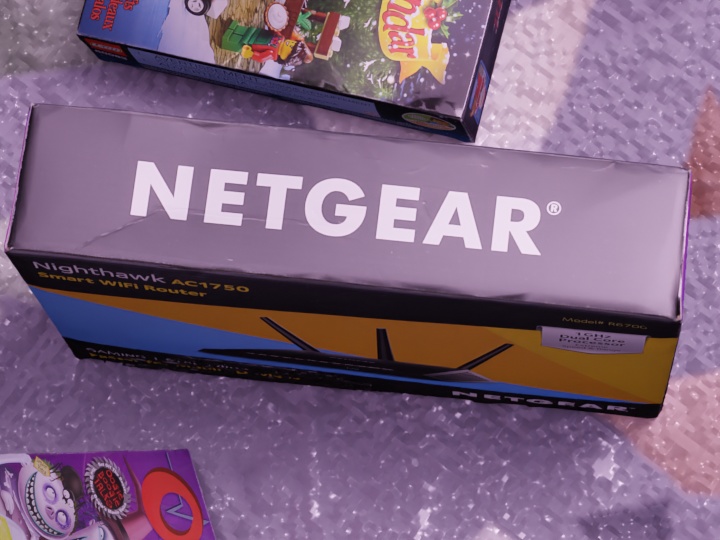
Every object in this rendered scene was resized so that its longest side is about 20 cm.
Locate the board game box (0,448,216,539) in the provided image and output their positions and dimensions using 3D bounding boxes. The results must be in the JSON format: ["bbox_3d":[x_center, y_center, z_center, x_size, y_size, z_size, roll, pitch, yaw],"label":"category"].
[{"bbox_3d":[-0.069,0.153,0.904,0.032,0.120,0.201,-25,75,26],"label":"board game box"}]

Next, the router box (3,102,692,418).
[{"bbox_3d":[0.000,0.000,0.918,0.199,0.149,0.051,5,76,5],"label":"router box"}]

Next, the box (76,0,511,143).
[{"bbox_3d":[-0.004,-0.156,1.000,0.136,0.038,0.201,13,82,11],"label":"box"}]
